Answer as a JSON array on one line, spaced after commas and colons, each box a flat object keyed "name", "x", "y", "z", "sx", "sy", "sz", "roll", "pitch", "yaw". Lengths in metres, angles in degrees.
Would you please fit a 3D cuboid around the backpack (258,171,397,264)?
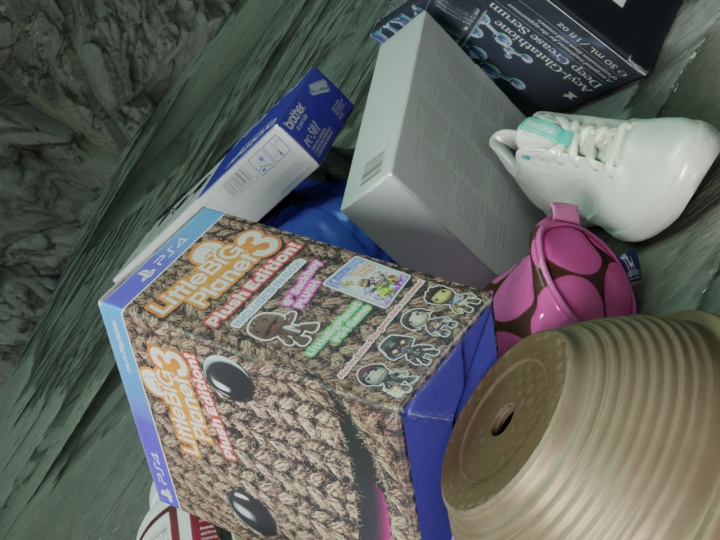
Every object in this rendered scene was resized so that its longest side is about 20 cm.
[{"name": "backpack", "x": 0.000, "y": 0.000, "z": 1.044, "sx": 0.168, "sy": 0.163, "sz": 0.200, "roll": -44, "pitch": 13, "yaw": -10}]

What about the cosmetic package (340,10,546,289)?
[{"name": "cosmetic package", "x": 0.067, "y": -0.065, "z": 0.980, "sx": 0.052, "sy": 0.151, "sz": 0.201, "roll": -35, "pitch": 26, "yaw": 32}]

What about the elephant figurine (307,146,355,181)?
[{"name": "elephant figurine", "x": -0.066, "y": -0.017, "z": 1.277, "sx": 0.199, "sy": 0.156, "sz": 0.141, "roll": -35, "pitch": -2, "yaw": 28}]

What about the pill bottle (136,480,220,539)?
[{"name": "pill bottle", "x": -0.093, "y": 0.214, "z": 0.961, "sx": 0.113, "sy": 0.112, "sz": 0.201, "roll": -52, "pitch": 28, "yaw": 19}]

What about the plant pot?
[{"name": "plant pot", "x": 0.103, "y": 0.095, "z": 0.695, "sx": 0.201, "sy": 0.092, "sz": 0.201, "roll": -51, "pitch": 18, "yaw": 24}]

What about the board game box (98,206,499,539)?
[{"name": "board game box", "x": -0.027, "y": 0.076, "z": 0.801, "sx": 0.199, "sy": 0.160, "sz": 0.097, "roll": 17, "pitch": 44, "yaw": 31}]

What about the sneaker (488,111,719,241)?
[{"name": "sneaker", "x": 0.140, "y": -0.069, "z": 0.890, "sx": 0.076, "sy": 0.088, "sz": 0.200, "roll": -60, "pitch": 17, "yaw": -13}]

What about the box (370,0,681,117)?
[{"name": "box", "x": 0.124, "y": -0.203, "z": 1.075, "sx": 0.108, "sy": 0.148, "sz": 0.200, "roll": -62, "pitch": 17, "yaw": -18}]

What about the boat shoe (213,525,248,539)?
[{"name": "boat shoe", "x": -0.060, "y": 0.149, "z": 0.911, "sx": 0.202, "sy": 0.073, "sz": 0.063, "roll": -107, "pitch": 36, "yaw": -51}]

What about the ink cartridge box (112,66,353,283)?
[{"name": "ink cartridge box", "x": -0.094, "y": -0.056, "z": 1.044, "sx": 0.200, "sy": 0.044, "sz": 0.094, "roll": -39, "pitch": 15, "yaw": 33}]

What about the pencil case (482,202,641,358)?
[{"name": "pencil case", "x": 0.077, "y": 0.048, "z": 0.869, "sx": 0.200, "sy": 0.090, "sz": 0.094, "roll": -42, "pitch": 58, "yaw": 39}]
